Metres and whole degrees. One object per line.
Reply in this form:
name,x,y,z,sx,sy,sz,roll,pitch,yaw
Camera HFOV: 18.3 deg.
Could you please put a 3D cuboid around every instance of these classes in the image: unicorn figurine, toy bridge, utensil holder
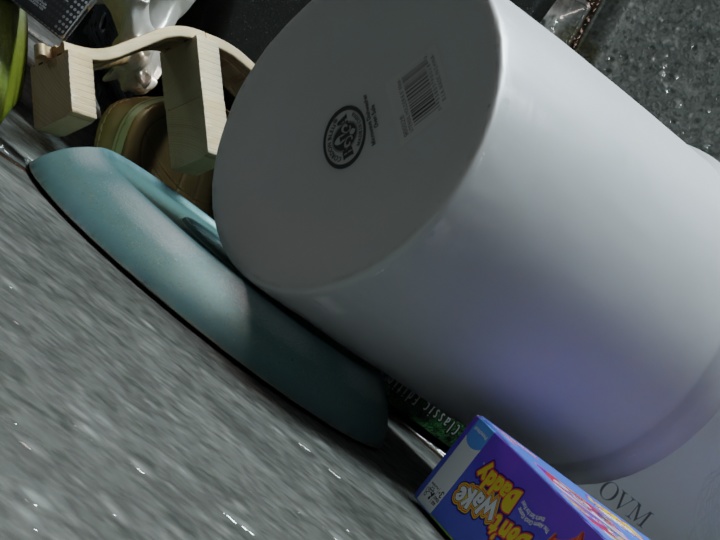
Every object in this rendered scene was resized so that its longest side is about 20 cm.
unicorn figurine,-0.115,-0.162,1.146,0.074,0.138,0.200,21,1,-26
toy bridge,-0.080,-0.080,1.062,0.200,0.027,0.068,16,61,-49
utensil holder,0.056,-0.020,0.980,0.200,0.170,0.170,32,7,-41

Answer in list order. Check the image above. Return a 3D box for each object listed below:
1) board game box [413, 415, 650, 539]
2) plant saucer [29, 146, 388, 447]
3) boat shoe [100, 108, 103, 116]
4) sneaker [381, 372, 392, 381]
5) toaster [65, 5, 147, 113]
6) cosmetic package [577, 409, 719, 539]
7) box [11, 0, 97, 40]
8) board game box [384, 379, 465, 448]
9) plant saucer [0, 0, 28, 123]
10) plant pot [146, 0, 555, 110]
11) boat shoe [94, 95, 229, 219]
board game box,0.127,0.150,0.911,0.200,0.045,0.134,37,4,-30
plant saucer,-0.060,0.005,0.994,0.200,0.027,0.200,39,2,-2
boat shoe,-0.085,-0.070,1.471,0.199,0.072,0.072,16,38,-24
sneaker,0.045,0.012,1.151,0.079,0.096,0.199,1,9,45
toaster,-0.098,-0.144,1.389,0.129,0.114,0.200,0,39,-28
cosmetic package,0.198,0.094,1.118,0.199,0.200,0.123,37,3,-19
box,-0.213,-0.197,1.037,0.200,0.044,0.160,38,2,-24
board game box,0.034,0.068,1.216,0.200,0.023,0.105,38,5,-28
plant saucer,-0.234,-0.157,1.079,0.200,0.048,0.200,38,3,-10
plant pot,-0.024,-0.155,1.247,0.200,0.178,0.199,31,-11,-24
boat shoe,-0.090,-0.052,1.156,0.066,0.074,0.200,21,-1,25
